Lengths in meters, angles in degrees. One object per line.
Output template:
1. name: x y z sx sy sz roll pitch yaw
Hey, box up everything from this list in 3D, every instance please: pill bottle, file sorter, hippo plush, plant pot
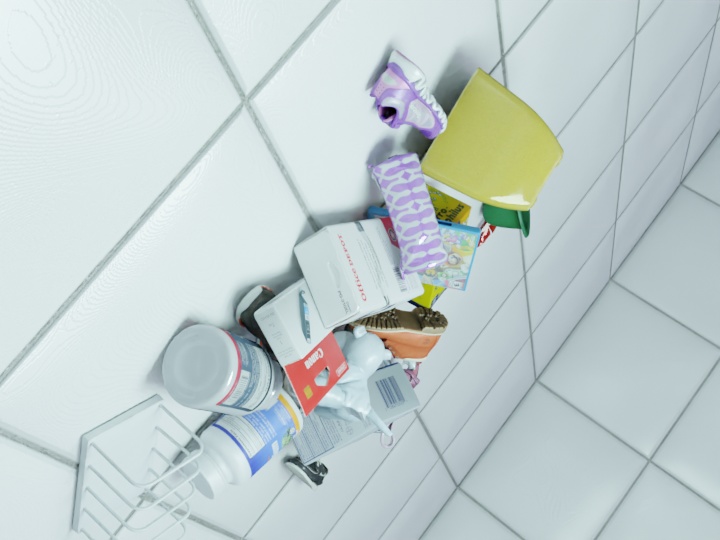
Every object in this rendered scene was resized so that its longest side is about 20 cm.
1. pill bottle: -0.198 0.156 1.374 0.120 0.119 0.200 -55 156 0
2. file sorter: -0.321 0.317 1.340 0.138 0.124 0.202 -28 144 -47
3. hippo plush: -0.032 0.171 1.602 0.159 0.199 0.162 37 68 -37
4. plant pot: 0.237 -0.202 1.582 0.196 0.199 0.195 -58 175 8
5. pill bottle: -0.201 0.289 1.546 0.200 0.112 0.113 -40 152 -32

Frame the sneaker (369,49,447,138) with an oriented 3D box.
1. sneaker: 0.069 -0.254 1.421 0.089 0.080 0.200 -48 151 0

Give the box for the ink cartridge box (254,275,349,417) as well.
1. ink cartridge box: -0.073 0.107 1.442 0.044 0.178 0.200 -24 -173 24

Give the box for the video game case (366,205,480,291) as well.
1. video game case: 0.103 -0.037 1.623 0.018 0.197 0.144 -76 176 -46

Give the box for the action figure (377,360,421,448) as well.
1. action figure: 0.071 0.265 2.002 0.200 0.149 0.134 -43 150 5

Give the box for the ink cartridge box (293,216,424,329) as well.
1. ink cartridge box: 0.000 0.000 1.499 0.084 0.146 0.199 -27 172 34

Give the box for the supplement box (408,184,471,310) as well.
1. supplement box: 0.123 -0.041 1.725 0.109 0.109 0.202 -47 156 -39

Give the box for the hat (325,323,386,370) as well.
1. hat: 0.016 0.144 1.785 0.201 0.080 0.201 -50 161 -24

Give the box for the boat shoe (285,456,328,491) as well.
1. boat shoe: -0.107 0.419 1.936 0.060 0.074 0.200 -50 158 -12

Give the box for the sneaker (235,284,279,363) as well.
1. sneaker: -0.133 0.094 1.460 0.077 0.082 0.201 -48 151 -14

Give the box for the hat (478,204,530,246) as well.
1. hat: 0.278 -0.139 2.025 0.166 0.174 0.203 38 49 -64

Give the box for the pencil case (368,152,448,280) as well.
1. pencil case: 0.078 -0.093 1.489 0.084 0.203 0.084 -18 179 -2

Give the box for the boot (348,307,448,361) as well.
1. boot: 0.058 0.123 1.708 0.197 0.075 0.108 9 126 -22

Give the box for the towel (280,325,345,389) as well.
1. towel: -0.077 0.125 1.667 0.132 0.034 0.202 -13 132 -56

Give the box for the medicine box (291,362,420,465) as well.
1. medicine box: -0.016 0.280 1.798 0.199 0.104 0.181 -33 168 29
